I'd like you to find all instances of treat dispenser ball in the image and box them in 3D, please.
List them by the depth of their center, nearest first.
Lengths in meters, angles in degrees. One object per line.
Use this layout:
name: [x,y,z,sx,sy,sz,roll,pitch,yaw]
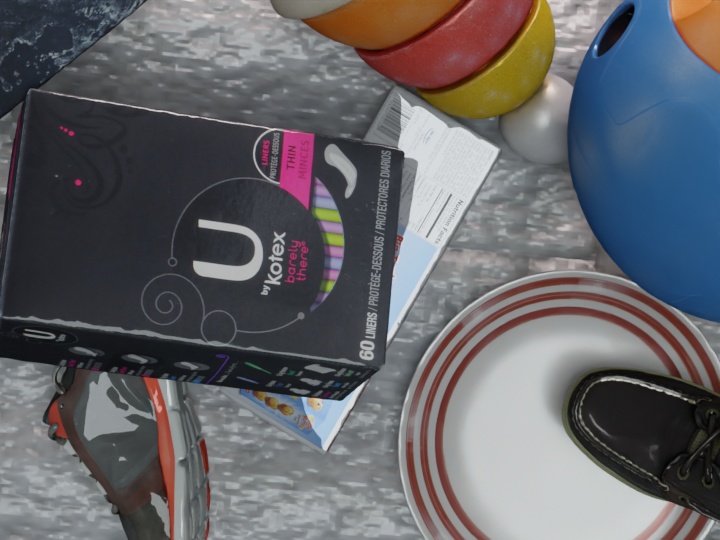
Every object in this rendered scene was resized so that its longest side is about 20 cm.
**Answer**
treat dispenser ball: [0.209,-0.071,1.154,0.199,0.201,0.203,-1,98,-5]

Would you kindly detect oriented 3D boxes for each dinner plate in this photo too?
dinner plate: [0.119,0.099,1.257,0.198,0.024,0.202,-1,98,-6]

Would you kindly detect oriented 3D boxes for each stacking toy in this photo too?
stacking toy: [0.058,-0.130,1.184,0.146,0.146,0.200,-41,114,1]

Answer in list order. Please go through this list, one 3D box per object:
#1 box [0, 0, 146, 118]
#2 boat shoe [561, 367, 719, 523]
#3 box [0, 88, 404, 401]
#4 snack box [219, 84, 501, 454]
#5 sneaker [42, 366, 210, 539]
box: [-0.208,-0.199,1.111,0.200,0.117,0.197,-39,116,-5]
boat shoe: [0.208,0.105,1.206,0.198,0.065,0.074,22,80,5]
box: [-0.087,-0.010,1.134,0.198,0.106,0.123,7,76,-11]
snack box: [0.000,0.000,1.228,0.072,0.024,0.201,30,94,2]
sneaker: [-0.134,0.093,1.217,0.081,0.077,0.202,-9,88,6]
